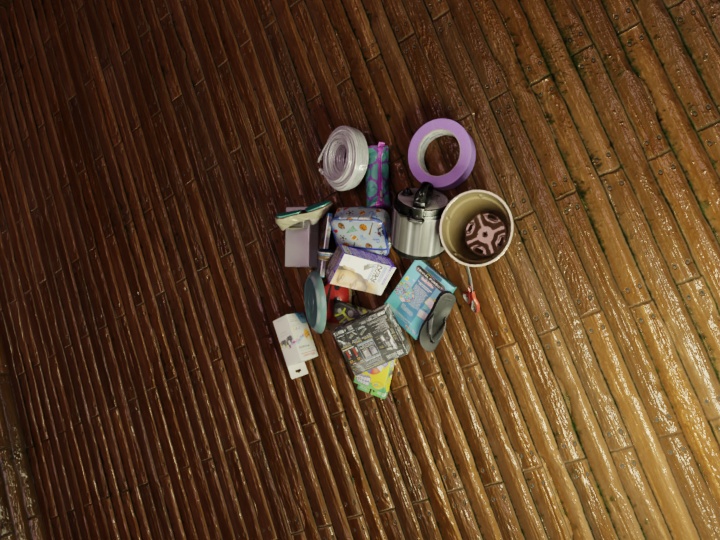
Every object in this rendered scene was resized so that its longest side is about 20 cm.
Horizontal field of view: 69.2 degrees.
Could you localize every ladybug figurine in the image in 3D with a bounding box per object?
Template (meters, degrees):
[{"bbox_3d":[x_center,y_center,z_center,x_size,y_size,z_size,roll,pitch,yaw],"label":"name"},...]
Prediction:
[{"bbox_3d":[-0.097,0.106,1.732,0.133,0.072,0.205,13,95,25],"label":"ladybug figurine"}]

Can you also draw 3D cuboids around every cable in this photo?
[{"bbox_3d":[-0.050,-0.356,1.672,0.202,0.068,0.202,-58,48,36],"label":"cable"}]

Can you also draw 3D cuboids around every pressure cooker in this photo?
[{"bbox_3d":[0.174,-0.152,1.516,0.176,0.175,0.204,46,140,50],"label":"pressure cooker"}]

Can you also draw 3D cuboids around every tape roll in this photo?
[{"bbox_3d":[0.245,-0.348,1.576,0.196,0.065,0.206,0,89,25],"label":"tape roll"}]

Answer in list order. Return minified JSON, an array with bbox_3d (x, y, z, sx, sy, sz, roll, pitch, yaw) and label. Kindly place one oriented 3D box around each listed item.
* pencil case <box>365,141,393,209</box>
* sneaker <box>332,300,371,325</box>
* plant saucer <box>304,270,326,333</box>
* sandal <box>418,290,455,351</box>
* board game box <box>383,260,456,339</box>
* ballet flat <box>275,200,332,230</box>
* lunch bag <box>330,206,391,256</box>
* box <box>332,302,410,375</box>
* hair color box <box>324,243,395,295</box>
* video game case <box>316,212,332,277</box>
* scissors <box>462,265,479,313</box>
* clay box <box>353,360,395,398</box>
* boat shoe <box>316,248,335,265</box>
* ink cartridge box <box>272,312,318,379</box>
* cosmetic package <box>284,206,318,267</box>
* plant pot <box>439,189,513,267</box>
[{"bbox_3d":[0.056,-0.293,1.650,0.083,0.092,0.206,-2,87,-14],"label":"pencil case"},{"bbox_3d":[0.003,0.153,1.667,0.197,0.076,0.077,25,110,11],"label":"sneaker"},{"bbox_3d":[-0.150,0.103,1.686,0.027,0.200,0.206,-4,90,-20],"label":"plant saucer"},{"bbox_3d":[0.227,0.157,1.557,0.043,0.074,0.204,-119,41,-60],"label":"sandal"},{"bbox_3d":[0.179,0.084,1.613,0.150,0.047,0.202,41,106,19],"label":"board game box"},{"bbox_3d":[-0.180,-0.175,1.708,0.195,0.069,0.071,-14,84,2],"label":"ballet flat"},{"bbox_3d":[0.010,-0.118,1.645,0.195,0.076,0.163,7,134,22],"label":"lunch bag"},{"bbox_3d":[0.033,0.214,1.604,0.197,0.050,0.160,-27,97,21],"label":"box"},{"bbox_3d":[0.000,0.000,1.609,0.111,0.196,0.065,-61,34,22],"label":"hair color box"},{"bbox_3d":[-0.119,-0.085,1.714,0.017,0.143,0.205,7,94,-9],"label":"video game case"},{"bbox_3d":[0.319,0.056,1.483,0.014,0.201,0.074,-28,60,-10],"label":"scissors"},{"bbox_3d":[0.048,0.303,1.674,0.113,0.047,0.205,14,95,25],"label":"clay box"},{"bbox_3d":[-0.060,-0.017,1.647,0.072,0.197,0.074,24,98,50],"label":"boat shoe"},{"bbox_3d":[-0.212,0.250,1.762,0.067,0.115,0.204,-23,81,23],"label":"ink cartridge box"},{"bbox_3d":[-0.200,-0.114,1.784,0.099,0.074,0.206,3,92,24],"label":"cosmetic package"},{"bbox_3d":[0.336,-0.109,1.462,0.196,0.183,0.206,-1,88,22],"label":"plant pot"}]
